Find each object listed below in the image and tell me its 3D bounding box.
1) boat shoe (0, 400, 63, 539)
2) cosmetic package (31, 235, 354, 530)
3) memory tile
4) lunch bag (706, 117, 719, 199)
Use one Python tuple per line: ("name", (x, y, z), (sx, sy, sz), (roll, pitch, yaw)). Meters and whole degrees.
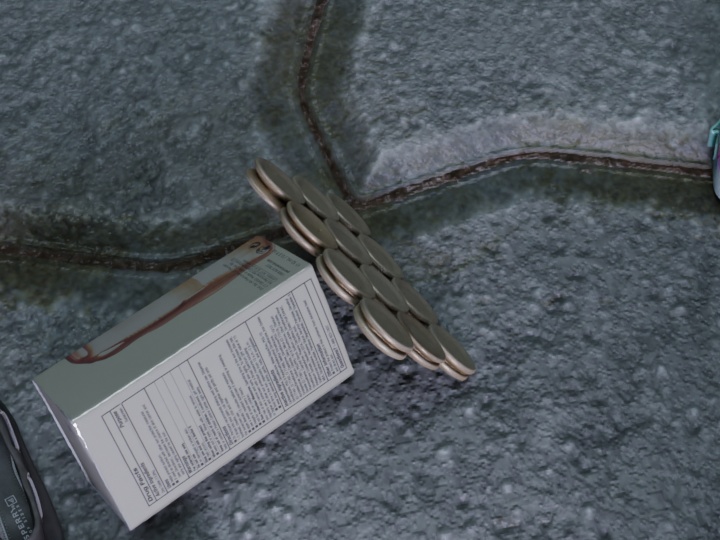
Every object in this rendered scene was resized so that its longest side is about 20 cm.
("boat shoe", (-0.270, 0.132, 0.899), (0.066, 0.057, 0.200), (-30, 61, -19))
("cosmetic package", (-0.116, 0.075, 0.900), (0.199, 0.104, 0.087), (-32, 31, -22))
("memory tile", (0.000, 0.000, 0.949), (0.017, 0.153, 0.201), (-45, 60, 14))
("lunch bag", (0.383, -0.129, 1.065), (0.159, 0.077, 0.201), (18, 58, 11))
